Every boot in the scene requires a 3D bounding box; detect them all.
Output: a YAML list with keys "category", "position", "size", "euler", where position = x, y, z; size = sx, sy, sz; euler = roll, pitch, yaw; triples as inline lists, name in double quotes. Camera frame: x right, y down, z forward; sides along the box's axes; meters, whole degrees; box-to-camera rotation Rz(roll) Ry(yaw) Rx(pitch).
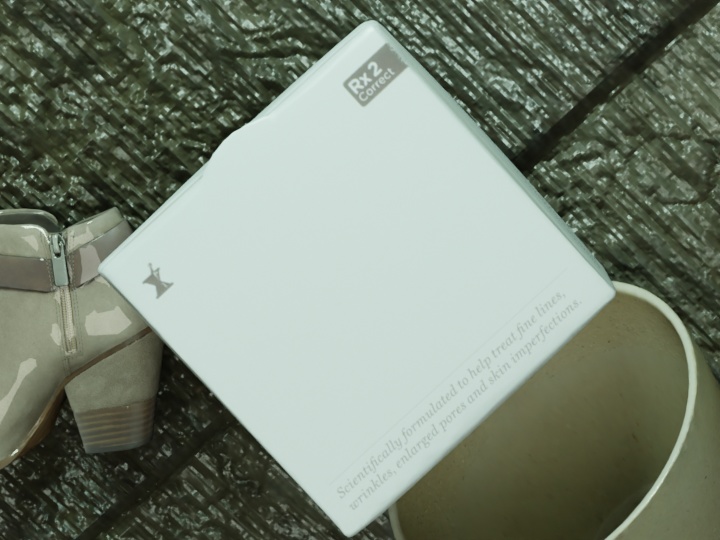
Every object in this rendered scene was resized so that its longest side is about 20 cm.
- category: "boot"
  position: [-0.206, 0.039, 1.651]
  size: [0.199, 0.070, 0.147]
  euler: [-10, 104, 7]

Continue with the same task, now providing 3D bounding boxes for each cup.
- category: "cup"
  position: [0.136, 0.128, 1.605]
  size: [0.200, 0.201, 0.143]
  euler: [-33, 129, 15]

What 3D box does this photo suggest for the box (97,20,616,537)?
- category: "box"
  position: [0.000, 0.000, 1.545]
  size: [0.199, 0.131, 0.200]
  euler: [-42, 92, 5]
